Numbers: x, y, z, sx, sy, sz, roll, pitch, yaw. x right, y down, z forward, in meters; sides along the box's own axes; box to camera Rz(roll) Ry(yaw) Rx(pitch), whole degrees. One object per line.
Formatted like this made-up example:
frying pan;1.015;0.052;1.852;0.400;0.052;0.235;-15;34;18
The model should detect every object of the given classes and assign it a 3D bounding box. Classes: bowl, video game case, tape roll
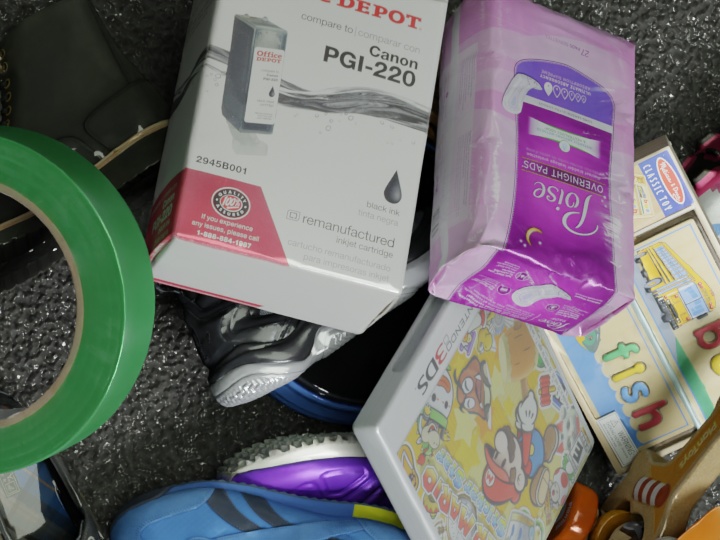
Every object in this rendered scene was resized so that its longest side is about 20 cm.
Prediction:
bowl;0.000;0.000;1.564;0.200;0.039;0.201;2;84;-20
video game case;0.076;0.103;1.507;0.182;0.023;0.200;-58;136;-37
tape roll;-0.220;0.016;1.393;0.200;0.048;0.201;3;99;17

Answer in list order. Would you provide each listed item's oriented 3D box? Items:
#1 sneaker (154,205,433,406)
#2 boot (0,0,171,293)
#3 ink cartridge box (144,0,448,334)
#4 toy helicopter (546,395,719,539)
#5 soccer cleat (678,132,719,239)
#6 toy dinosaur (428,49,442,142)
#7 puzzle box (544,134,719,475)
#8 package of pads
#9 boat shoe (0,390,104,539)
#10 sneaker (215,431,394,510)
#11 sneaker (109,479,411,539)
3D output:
sneaker;-0.032;-0.010;1.491;0.200;0.075;0.114;-35;95;-22
boot;-0.218;-0.075;1.484;0.200;0.077;0.138;-30;75;-10
ink cartridge box;-0.038;-0.082;1.431;0.146;0.085;0.200;14;67;-14
toy helicopter;0.202;0.148;1.542;0.079;0.132;0.200;29;113;-16
soccer cleat;0.236;-0.024;1.645;0.200;0.070;0.086;-45;110;-13
toy dinosaur;0.056;-0.126;1.591;0.060;0.106;0.200;-37;105;19
puzzle box;0.186;0.025;1.580;0.133;0.025;0.200;-27;108;11
package of pads;0.107;-0.069;1.485;0.120;0.076;0.200;17;60;-22
boat shoe;-0.188;0.162;1.462;0.070;0.066;0.200;-24;93;-21
sneaker;0.007;0.152;1.536;0.200;0.070;0.100;-3;88;-20
sneaker;-0.058;0.181;1.477;0.200;0.066;0.078;7;39;0
